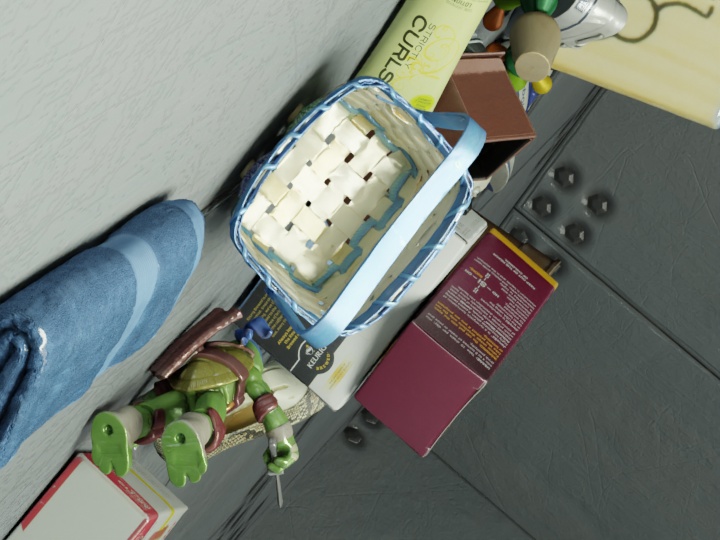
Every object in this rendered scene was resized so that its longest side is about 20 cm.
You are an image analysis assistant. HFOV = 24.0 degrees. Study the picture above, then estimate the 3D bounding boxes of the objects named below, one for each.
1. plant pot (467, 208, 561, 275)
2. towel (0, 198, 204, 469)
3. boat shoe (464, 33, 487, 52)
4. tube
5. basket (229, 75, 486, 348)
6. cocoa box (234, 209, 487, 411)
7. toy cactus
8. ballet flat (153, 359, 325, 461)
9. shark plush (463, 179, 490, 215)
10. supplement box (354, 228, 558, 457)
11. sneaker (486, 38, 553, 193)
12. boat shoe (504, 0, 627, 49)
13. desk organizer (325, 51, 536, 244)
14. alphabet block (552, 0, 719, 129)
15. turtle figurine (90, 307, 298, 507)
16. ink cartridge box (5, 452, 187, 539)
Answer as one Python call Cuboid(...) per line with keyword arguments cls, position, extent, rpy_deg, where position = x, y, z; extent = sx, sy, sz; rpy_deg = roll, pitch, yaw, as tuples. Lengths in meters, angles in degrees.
Cuboid(cls="plant pot", position=(0.115, 0.004, 2.130), extent=(0.201, 0.198, 0.200), rpy_deg=(-50, 173, -8))
Cuboid(cls="towel", position=(-0.157, 0.031, 0.972), extent=(0.112, 0.048, 0.200), rpy_deg=(-56, 172, 30))
Cuboid(cls="boat shoe", position=(0.076, -0.162, 1.440), extent=(0.072, 0.071, 0.200), rpy_deg=(-54, 172, 30))
Cuboid(cls="tube", position=(0.054, -0.176, 1.244), extent=(0.052, 0.058, 0.201), rpy_deg=(-29, 157, -52))
Cuboid(cls="basket", position=(-0.006, -0.038, 1.150), extent=(0.177, 0.139, 0.200), rpy_deg=(-50, -156, -5))
Cuboid(cls="cocoa box", position=(0.000, 0.000, 1.551), extent=(0.201, 0.131, 0.133), rpy_deg=(-52, 176, 15))
Cuboid(cls="toy cactus", position=(0.163, -0.220, 1.500), extent=(0.166, 0.101, 0.201), rpy_deg=(-78, -166, -48))
Cuboid(cls="ballet flat", position=(-0.107, 0.126, 1.607), extent=(0.198, 0.068, 0.075), rpy_deg=(-25, 154, -1))
Cuboid(cls="shark plush", position=(0.073, -0.095, 1.498), extent=(0.201, 0.082, 0.091), rpy_deg=(-74, -170, -47))
Cuboid(cls="supplement box", position=(0.089, 0.062, 1.539), extent=(0.111, 0.085, 0.200), rpy_deg=(-53, 176, 36))
Cuboid(cls="sneaker", position=(0.160, -0.180, 1.836), extent=(0.115, 0.080, 0.200), rpy_deg=(-49, 161, -27))
Cuboid(cls="boat shoe", position=(0.200, -0.244, 1.663), extent=(0.074, 0.065, 0.200), rpy_deg=(-59, -165, 0))
Cuboid(cls="desk organizer", position=(0.047, -0.088, 1.366), extent=(0.071, 0.078, 0.200), rpy_deg=(-8, 157, -40))
Cuboid(cls="alphabet block", position=(0.332, -0.282, 1.816), extent=(0.196, 0.198, 0.197), rpy_deg=(-30, 142, -71))
Cuboid(cls="turtle figurine", position=(-0.133, 0.144, 1.389), extent=(0.201, 0.143, 0.194), rpy_deg=(-57, 168, 21))
Cuboid(cls="ink cartridge box", position=(-0.234, 0.234, 1.441), extent=(0.146, 0.083, 0.200), rpy_deg=(-51, 174, -2))
